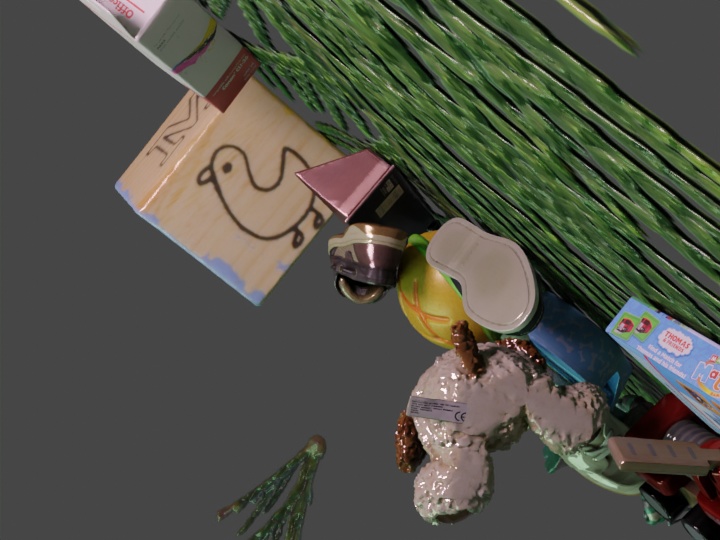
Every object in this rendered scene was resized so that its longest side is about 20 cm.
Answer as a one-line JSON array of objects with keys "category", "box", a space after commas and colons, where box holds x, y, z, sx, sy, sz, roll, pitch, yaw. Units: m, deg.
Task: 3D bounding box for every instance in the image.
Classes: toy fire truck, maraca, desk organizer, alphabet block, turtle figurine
[{"category": "toy fire truck", "box": [0.293, 0.174, 1.335, 0.200, 0.129, 0.176, 54, 171, -33]}, {"category": "maraca", "box": [0.094, 0.023, 1.474, 0.137, 0.107, 0.200, 54, 178, 9]}, {"category": "desk organizer", "box": [0.007, -0.073, 1.506, 0.077, 0.072, 0.200, 41, 179, 19]}, {"category": "alphabet block", "box": [-0.145, -0.107, 1.731, 0.195, 0.200, 0.196, 38, 179, -23]}, {"category": "turtle figurine", "box": [0.296, 0.182, 1.577, 0.199, 0.101, 0.150, 14, -134, -15]}]

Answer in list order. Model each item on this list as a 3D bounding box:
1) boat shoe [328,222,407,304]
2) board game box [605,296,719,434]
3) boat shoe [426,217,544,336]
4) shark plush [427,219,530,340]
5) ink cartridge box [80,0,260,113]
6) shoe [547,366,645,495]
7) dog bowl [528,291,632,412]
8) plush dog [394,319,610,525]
[{"category": "boat shoe", "box": [0.000, 0.000, 1.443, 0.073, 0.065, 0.200, 13, 169, -2]}, {"category": "board game box", "box": [0.269, 0.101, 0.970, 0.151, 0.037, 0.200, 39, 179, -34]}, {"category": "boat shoe", "box": [0.122, 0.015, 1.294, 0.066, 0.075, 0.199, 37, 180, -27]}, {"category": "shark plush", "box": [0.135, 0.027, 1.608, 0.200, 0.091, 0.083, 34, -150, -16]}, {"category": "ink cartridge box", "box": [-0.194, -0.240, 1.391, 0.116, 0.068, 0.200, 37, 180, 32]}, {"category": "shoe", "box": [0.213, 0.156, 1.489, 0.200, 0.070, 0.053, 40, -172, 11]}, {"category": "dog bowl", "box": [0.213, 0.078, 1.457, 0.111, 0.050, 0.200, 38, 179, 24]}, {"category": "plush dog", "box": [0.101, 0.117, 1.348, 0.161, 0.199, 0.172, 60, 171, -6]}]
